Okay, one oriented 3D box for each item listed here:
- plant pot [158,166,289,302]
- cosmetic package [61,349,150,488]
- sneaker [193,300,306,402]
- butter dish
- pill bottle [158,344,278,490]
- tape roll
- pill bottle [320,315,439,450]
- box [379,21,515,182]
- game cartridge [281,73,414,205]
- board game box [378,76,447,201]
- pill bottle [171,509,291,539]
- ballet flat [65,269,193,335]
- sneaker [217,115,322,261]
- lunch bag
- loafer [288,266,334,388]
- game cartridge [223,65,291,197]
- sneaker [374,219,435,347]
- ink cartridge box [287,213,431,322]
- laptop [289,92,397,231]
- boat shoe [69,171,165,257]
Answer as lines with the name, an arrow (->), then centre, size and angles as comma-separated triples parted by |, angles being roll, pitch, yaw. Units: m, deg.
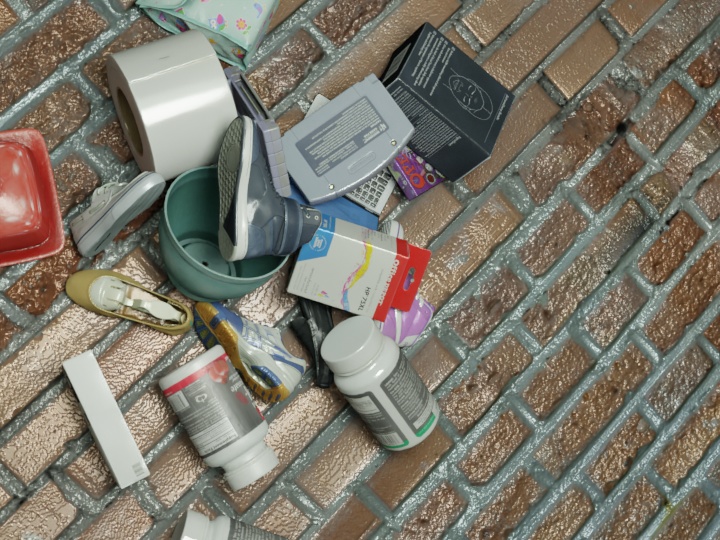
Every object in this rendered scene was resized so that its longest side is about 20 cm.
plant pot -> -0.217, -0.035, 1.682 | 0.199, 0.134, 0.202 | 16, 50, -20
cosmetic package -> -0.376, 0.219, 1.648 | 0.050, 0.083, 0.201 | -25, 89, -15
sneaker -> -0.171, 0.111, 1.739 | 0.200, 0.075, 0.088 | 46, 48, -1
butter dish -> -0.536, -0.110, 1.614 | 0.198, 0.148, 0.201 | -12, 86, -18
pill bottle -> -0.207, 0.222, 1.681 | 0.110, 0.111, 0.201 | -31, 92, -18
tape roll -> -0.281, -0.244, 1.680 | 0.138, 0.203, 0.204 | -21, 88, -17
pill bottle -> 0.029, 0.172, 1.721 | 0.113, 0.113, 0.201 | -44, 121, -17
box -> 0.130, -0.271, 1.821 | 0.200, 0.107, 0.149 | 37, 53, -14
game cartridge -> -0.023, -0.194, 1.721 | 0.199, 0.042, 0.134 | -35, 85, -5
board game box -> 0.069, -0.223, 1.843 | 0.120, 0.032, 0.201 | -33, 90, -37
pill bottle -> -0.179, 0.429, 1.650 | 0.199, 0.113, 0.114 | 23, 76, -12
ballet flat -> -0.344, 0.043, 1.692 | 0.198, 0.063, 0.069 | 18, 80, -13
sneaker -> -0.127, -0.117, 1.603 | 0.145, 0.077, 0.204 | -3, 102, -32
lunch bag -> -0.232, -0.441, 1.767 | 0.199, 0.122, 0.171 | 26, 78, -3
loafer -> -0.076, 0.086, 1.765 | 0.070, 0.068, 0.202 | -5, 78, -9
game cartridge -> -0.158, -0.208, 1.697 | 0.038, 0.200, 0.130 | -16, 131, -16
sneaker -> 0.069, 0.024, 1.816 | 0.113, 0.073, 0.202 | 9, 90, -19
ink cartridge box -> 0.000, 0.000, 1.707 | 0.198, 0.067, 0.117 | 17, 112, -7
laptop -> -0.025, -0.160, 1.785 | 0.186, 0.116, 0.201 | 30, 81, -11
boat shoe -> -0.368, -0.096, 1.649 | 0.067, 0.200, 0.073 | 55, 30, 5
